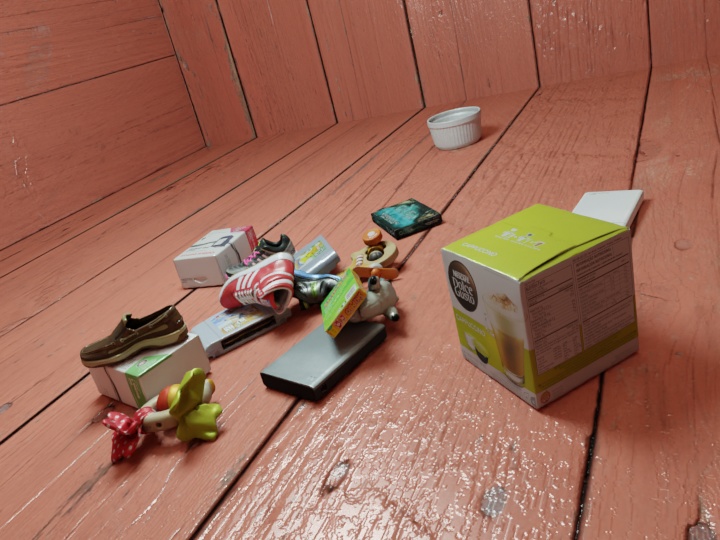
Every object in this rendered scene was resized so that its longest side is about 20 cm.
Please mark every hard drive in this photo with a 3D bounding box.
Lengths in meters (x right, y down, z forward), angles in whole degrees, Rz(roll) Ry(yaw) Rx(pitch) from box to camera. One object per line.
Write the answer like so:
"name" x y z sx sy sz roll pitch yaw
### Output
"hard drive" 0.529 -0.125 1.379 0.130 0.027 0.200 1 28 35
"hard drive" -0.063 0.150 1.124 0.138 0.034 0.199 5 30 41

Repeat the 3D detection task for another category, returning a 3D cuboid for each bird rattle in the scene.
"bird rattle" -0.319 0.240 1.052 0.197 0.114 0.163 -25 8 12

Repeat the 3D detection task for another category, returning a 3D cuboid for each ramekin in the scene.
"ramekin" 0.348 -0.514 2.299 0.196 0.107 0.201 -14 23 6

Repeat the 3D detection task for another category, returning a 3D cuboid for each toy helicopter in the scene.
"toy helicopter" 0.000 0.000 1.409 0.198 0.080 0.132 -32 34 -10

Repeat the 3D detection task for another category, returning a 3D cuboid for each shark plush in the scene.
"shark plush" 0.023 0.048 1.218 0.082 0.092 0.200 -32 12 16

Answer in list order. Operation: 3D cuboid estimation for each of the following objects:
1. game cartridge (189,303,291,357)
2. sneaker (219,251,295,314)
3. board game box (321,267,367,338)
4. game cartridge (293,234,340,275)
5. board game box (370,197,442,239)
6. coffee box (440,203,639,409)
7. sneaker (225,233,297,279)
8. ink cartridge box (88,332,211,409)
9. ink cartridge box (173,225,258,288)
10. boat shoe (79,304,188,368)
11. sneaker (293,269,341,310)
"game cartridge" -0.257 0.112 1.339 0.197 0.042 0.132 -26 29 -24
"sneaker" -0.217 0.052 1.311 0.198 0.071 0.114 -31 43 21
"board game box" -0.034 0.054 1.169 0.096 0.030 0.200 -52 13 5
"game cartridge" -0.121 -0.016 1.490 0.133 0.041 0.200 -41 20 -1
"board game box" 0.119 -0.141 1.685 0.133 0.029 0.200 -21 23 -11
"coffee box" 0.264 0.040 0.943 0.197 0.202 0.199 -23 23 -18
"sneaker" -0.255 -0.036 1.610 0.196 0.089 0.074 -20 23 -9
"ink cartridge box" -0.408 0.180 1.213 0.197 0.086 0.146 5 30 39
"ink cartridge box" -0.383 -0.039 1.705 0.142 0.086 0.200 -6 24 24
"boat shoe" -0.423 0.113 1.166 0.198 0.076 0.075 -18 23 -7
"sneaker" -0.095 0.050 1.340 0.195 0.071 0.084 7 66 19
